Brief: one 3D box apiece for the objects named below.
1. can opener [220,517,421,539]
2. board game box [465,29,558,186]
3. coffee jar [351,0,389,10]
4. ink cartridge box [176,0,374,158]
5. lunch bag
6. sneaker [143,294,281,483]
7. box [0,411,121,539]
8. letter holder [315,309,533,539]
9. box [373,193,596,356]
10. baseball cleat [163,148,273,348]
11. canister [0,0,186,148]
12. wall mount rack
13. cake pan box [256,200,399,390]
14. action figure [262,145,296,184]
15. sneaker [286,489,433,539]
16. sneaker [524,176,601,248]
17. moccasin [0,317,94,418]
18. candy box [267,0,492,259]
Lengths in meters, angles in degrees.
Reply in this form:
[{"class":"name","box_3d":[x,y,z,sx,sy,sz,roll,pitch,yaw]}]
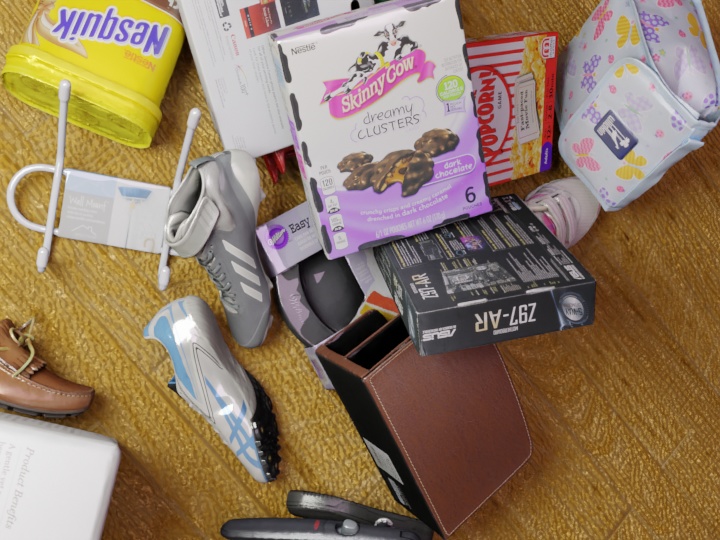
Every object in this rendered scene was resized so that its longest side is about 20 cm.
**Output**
[{"class":"can opener","box_3d":[-0.037,0.258,0.790,0.196,0.079,0.065,8,106,11]},{"class":"board game box","box_3d":[0.128,-0.168,0.899,0.198,0.046,0.155,-19,116,-36]},{"class":"coffee jar","box_3d":[0.009,-0.272,0.845,0.103,0.202,0.085,23,49,26]},{"class":"ink cartridge box","box_3d":[-0.076,-0.229,0.805,0.173,0.084,0.203,-19,127,-10]},{"class":"lunch bag","box_3d":[0.298,-0.191,0.928,0.125,0.170,0.204,4,64,-19]},{"class":"sneaker","box_3d":[-0.139,0.121,0.826,0.072,0.072,0.202,-26,100,14]},{"class":"box","box_3d":[-0.299,0.218,0.681,0.168,0.200,0.203,15,78,-14]},{"class":"letter holder","box_3d":[0.071,0.130,0.841,0.141,0.100,0.202,-36,115,-20]},{"class":"box","box_3d":[0.104,-0.004,0.785,0.157,0.201,0.044,-10,118,-8]},{"class":"baseball cleat","box_3d":[-0.136,-0.011,0.801,0.105,0.069,0.204,-20,116,-40]},{"class":"canister","box_3d":[-0.238,-0.243,0.820,0.146,0.086,0.204,21,75,-16]},{"class":"wall mount rack","box_3d":[-0.226,-0.078,0.791,0.196,0.075,0.177,9,101,-18]},{"class":"cake pan box","box_3d":[0.000,0.000,0.891,0.198,0.052,0.187,-28,91,-20]},{"class":"action figure","box_3d":[-0.003,-0.140,0.900,0.197,0.065,0.052,-24,84,-19]},{"class":"sneaker","box_3d":[0.008,0.293,0.852,0.197,0.060,0.106,20,73,-19]},{"class":"sneaker","box_3d":[0.204,-0.045,0.946,0.198,0.088,0.082,-34,95,-20]},{"class":"moccasin","box_3d":[-0.331,0.071,0.760,0.199,0.074,0.079,27,84,-4]},{"class":"candy box","box_3d":[0.020,-0.134,0.776,0.165,0.072,0.204,-16,113,-7]}]
